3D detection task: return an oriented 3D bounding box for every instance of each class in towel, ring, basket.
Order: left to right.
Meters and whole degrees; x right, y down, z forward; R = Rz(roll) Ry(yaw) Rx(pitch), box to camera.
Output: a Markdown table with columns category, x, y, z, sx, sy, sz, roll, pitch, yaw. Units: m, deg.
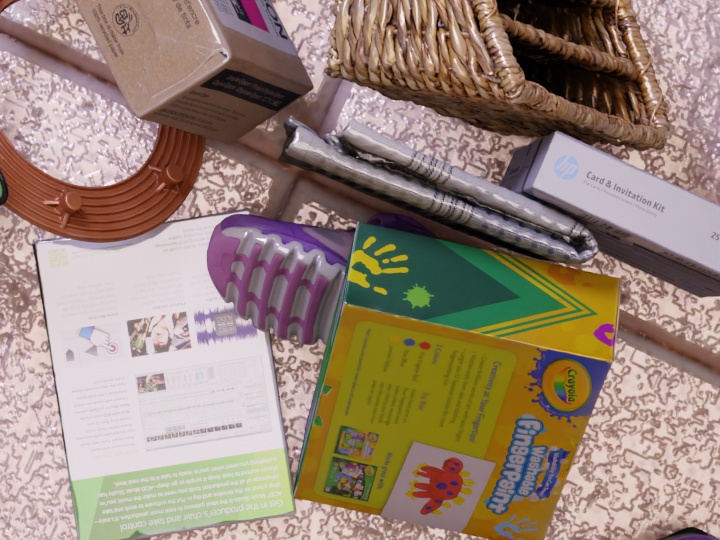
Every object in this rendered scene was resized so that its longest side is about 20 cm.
| category | x | y | z | sx | sy | sz | roll | pitch | yaw |
| --- | --- | --- | --- | --- | --- | --- | --- | --- | --- |
| ring | -0.177 | -0.115 | 1.715 | 0.200 | 0.019 | 0.202 | 16 | 61 | -32 |
| towel | 0.043 | -0.052 | 1.700 | 0.199 | 0.193 | 0.035 | 21 | 90 | -4 |
| basket | 0.098 | -0.161 | 1.679 | 0.148 | 0.200 | 0.144 | 10 | 87 | 37 |

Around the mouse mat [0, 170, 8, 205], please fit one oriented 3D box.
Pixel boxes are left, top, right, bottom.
| category | x | y | z | sx | sy | sz | roll | pitch | yaw |
| --- | --- | --- | --- | --- | --- | --- | --- | --- | --- |
| mouse mat | -0.287 | -0.091 | 1.695 | 0.008 | 0.200 | 0.162 | -30 | 92 | -33 |

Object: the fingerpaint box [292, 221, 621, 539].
| category | x | y | z | sx | sy | sz | roll | pitch | yaw |
| --- | --- | --- | --- | --- | --- | --- | --- | --- | --- |
| fingerpaint box | 0.057 | 0.073 | 1.702 | 0.166 | 0.201 | 0.074 | 12 | 49 | -2 |

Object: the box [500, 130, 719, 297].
| category | x | y | z | sx | sy | sz | roll | pitch | yaw |
| --- | --- | --- | --- | --- | --- | --- | --- | --- | --- |
| box | 0.169 | -0.031 | 1.700 | 0.155 | 0.200 | 0.041 | 25 | 86 | -2 |

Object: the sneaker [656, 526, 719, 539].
| category | x | y | z | sx | sy | sz | roll | pitch | yaw |
| --- | --- | --- | --- | --- | --- | --- | --- | --- | --- |
| sneaker | 0.147 | 0.224 | 1.770 | 0.199 | 0.088 | 0.076 | -18 | 112 | 14 |

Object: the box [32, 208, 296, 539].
| category | x | y | z | sx | sy | sz | roll | pitch | yaw |
| --- | --- | --- | --- | --- | --- | --- | --- | --- | --- |
| box | -0.126 | 0.069 | 1.773 | 0.143 | 0.036 | 0.201 | -8 | 90 | -2 |

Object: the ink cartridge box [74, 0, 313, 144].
| category | x | y | z | sx | sy | sz | roll | pitch | yaw |
| --- | --- | --- | --- | --- | --- | --- | --- | --- | --- |
| ink cartridge box | -0.123 | -0.186 | 1.682 | 0.075 | 0.165 | 0.201 | -30 | 80 | 14 |

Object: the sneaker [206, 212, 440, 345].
| category | x | y | z | sx | sy | sz | roll | pitch | yaw |
| --- | --- | --- | --- | --- | --- | --- | --- | --- | --- |
| sneaker | 0.000 | 0.000 | 1.752 | 0.199 | 0.081 | 0.089 | 17 | 49 | -9 |
